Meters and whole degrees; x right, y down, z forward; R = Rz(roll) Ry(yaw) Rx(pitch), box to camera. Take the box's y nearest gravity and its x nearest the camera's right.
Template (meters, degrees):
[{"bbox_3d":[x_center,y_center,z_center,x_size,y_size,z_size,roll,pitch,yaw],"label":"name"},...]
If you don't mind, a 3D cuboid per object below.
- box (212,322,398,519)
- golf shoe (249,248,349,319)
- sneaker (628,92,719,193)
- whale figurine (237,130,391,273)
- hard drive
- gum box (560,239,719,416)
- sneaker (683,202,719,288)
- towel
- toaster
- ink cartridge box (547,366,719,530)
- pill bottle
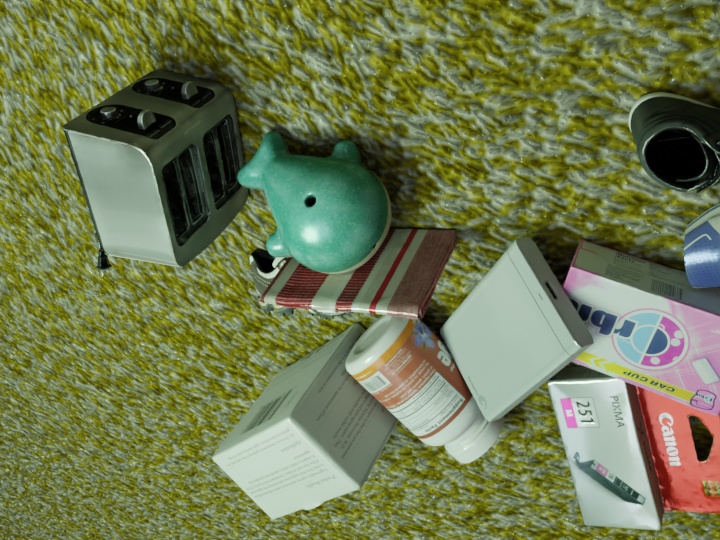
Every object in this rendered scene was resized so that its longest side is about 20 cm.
[{"bbox_3d":[-0.061,0.208,0.977,0.131,0.200,0.199,48,132,-9],"label":"box"},{"bbox_3d":[-0.063,0.007,0.909,0.200,0.078,0.095,-4,122,30],"label":"golf shoe"},{"bbox_3d":[0.325,-0.094,0.598,0.200,0.099,0.071,15,128,17],"label":"sneaker"},{"bbox_3d":[-0.062,-0.085,0.795,0.200,0.104,0.159,40,95,21],"label":"whale figurine"},{"bbox_3d":[0.165,0.073,0.800,0.132,0.027,0.200,64,150,23],"label":"hard drive"},{"bbox_3d":[0.295,0.056,0.743,0.200,0.066,0.114,21,126,16],"label":"gum box"},{"bbox_3d":[0.382,-0.016,0.614,0.199,0.115,0.081,-15,115,36],"label":"sneaker"},{"bbox_3d":[0.000,0.000,0.820,0.200,0.144,0.023,3,129,27],"label":"towel"},{"bbox_3d":[-0.233,-0.113,0.838,0.118,0.181,0.200,12,128,19],"label":"toaster"},{"bbox_3d":[0.330,0.207,0.831,0.173,0.044,0.200,-10,103,35],"label":"ink cartridge box"},{"bbox_3d":[0.086,0.149,0.910,0.200,0.112,0.112,44,133,-8],"label":"pill bottle"}]
